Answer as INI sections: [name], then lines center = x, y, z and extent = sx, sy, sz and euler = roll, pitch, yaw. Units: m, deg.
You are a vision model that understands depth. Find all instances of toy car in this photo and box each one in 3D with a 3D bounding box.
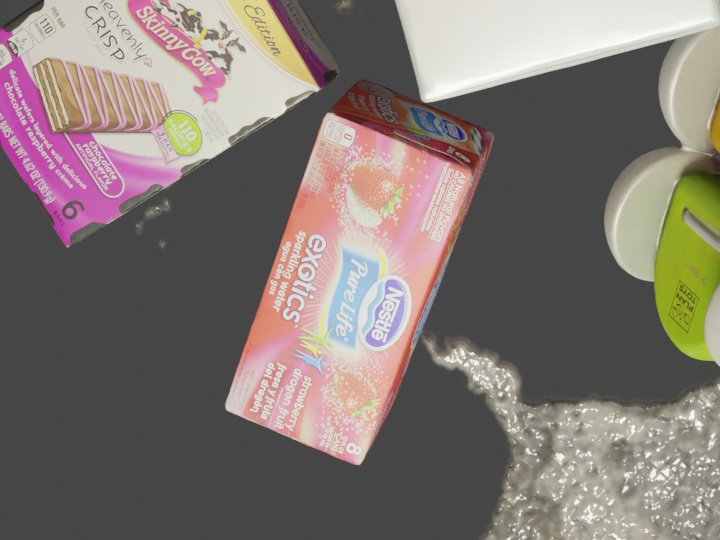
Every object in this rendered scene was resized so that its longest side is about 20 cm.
[toy car]
center = 0.243, -0.039, 1.000
extent = 0.148, 0.175, 0.202
euler = 8, 113, -29

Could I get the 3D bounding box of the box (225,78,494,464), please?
[box]
center = 0.000, 0.000, 1.081
extent = 0.095, 0.100, 0.202
euler = 22, 110, 5

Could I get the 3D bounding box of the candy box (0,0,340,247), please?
[candy box]
center = -0.131, -0.123, 1.092
extent = 0.199, 0.061, 0.137
euler = -30, 98, 19

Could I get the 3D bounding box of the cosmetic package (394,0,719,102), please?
[cosmetic package]
center = 0.095, -0.219, 0.955
extent = 0.164, 0.167, 0.202
euler = -13, 103, 15
